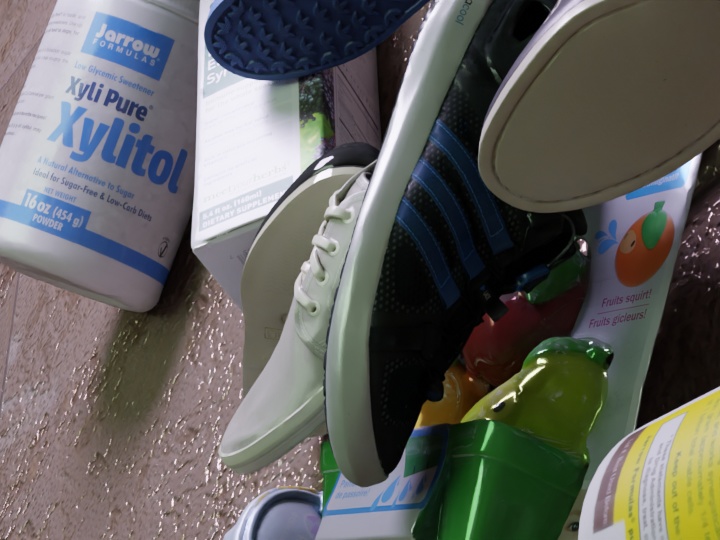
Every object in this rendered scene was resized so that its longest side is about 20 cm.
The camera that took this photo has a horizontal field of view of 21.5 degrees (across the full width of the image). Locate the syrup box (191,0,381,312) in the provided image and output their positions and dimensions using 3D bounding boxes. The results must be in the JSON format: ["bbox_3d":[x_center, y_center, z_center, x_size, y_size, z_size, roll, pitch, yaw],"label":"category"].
[{"bbox_3d":[-0.038,-0.075,1.018,0.078,0.082,0.201,-19,47,18],"label":"syrup box"}]

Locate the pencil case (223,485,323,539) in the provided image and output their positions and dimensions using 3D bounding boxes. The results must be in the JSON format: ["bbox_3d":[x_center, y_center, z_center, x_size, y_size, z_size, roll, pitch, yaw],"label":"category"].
[{"bbox_3d":[-0.070,0.184,0.894,0.200,0.083,0.091,-47,28,34],"label":"pencil case"}]

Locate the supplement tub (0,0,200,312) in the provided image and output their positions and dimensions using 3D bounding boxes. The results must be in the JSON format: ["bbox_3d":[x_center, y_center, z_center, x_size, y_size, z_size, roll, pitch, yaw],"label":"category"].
[{"bbox_3d":[-0.159,-0.086,1.219,0.132,0.131,0.202,7,76,62],"label":"supplement tub"}]

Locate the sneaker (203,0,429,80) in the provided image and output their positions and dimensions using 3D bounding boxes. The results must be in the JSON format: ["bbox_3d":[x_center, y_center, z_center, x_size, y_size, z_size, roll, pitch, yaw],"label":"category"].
[{"bbox_3d":[0.009,-0.169,0.966,0.199,0.070,0.078,-26,32,16],"label":"sneaker"}]

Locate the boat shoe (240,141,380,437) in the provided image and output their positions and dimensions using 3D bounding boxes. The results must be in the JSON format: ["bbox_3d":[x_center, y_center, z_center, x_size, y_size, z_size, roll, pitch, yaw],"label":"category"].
[{"bbox_3d":[-0.020,0.003,0.901,0.202,0.073,0.064,106,173,-54],"label":"boat shoe"}]

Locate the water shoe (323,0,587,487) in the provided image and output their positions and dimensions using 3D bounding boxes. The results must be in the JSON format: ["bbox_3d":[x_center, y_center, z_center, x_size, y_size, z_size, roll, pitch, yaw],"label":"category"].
[{"bbox_3d":[0.042,-0.014,0.697,0.072,0.078,0.202,63,-139,-72],"label":"water shoe"}]

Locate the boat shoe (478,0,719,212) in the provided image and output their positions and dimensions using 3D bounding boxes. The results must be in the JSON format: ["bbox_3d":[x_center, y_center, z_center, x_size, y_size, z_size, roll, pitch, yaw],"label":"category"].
[{"bbox_3d":[0.113,-0.101,0.645,0.200,0.072,0.063,-47,25,25],"label":"boat shoe"}]

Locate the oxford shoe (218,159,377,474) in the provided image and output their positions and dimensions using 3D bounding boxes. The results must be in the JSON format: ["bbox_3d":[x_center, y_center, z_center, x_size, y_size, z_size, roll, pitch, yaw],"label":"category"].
[{"bbox_3d":[0.000,0.000,0.791,0.200,0.058,0.075,-50,15,11],"label":"oxford shoe"}]

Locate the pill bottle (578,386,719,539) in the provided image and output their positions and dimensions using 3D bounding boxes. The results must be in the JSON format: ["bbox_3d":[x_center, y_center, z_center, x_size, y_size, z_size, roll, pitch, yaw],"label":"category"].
[{"bbox_3d":[0.162,0.064,0.535,0.200,0.109,0.110,-35,40,46],"label":"pill bottle"}]

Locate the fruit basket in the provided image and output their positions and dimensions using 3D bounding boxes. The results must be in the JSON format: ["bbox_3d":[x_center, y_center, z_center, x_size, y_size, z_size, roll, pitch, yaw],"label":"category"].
[{"bbox_3d":[0.052,0.045,0.762,0.185,0.093,0.202,-15,59,57],"label":"fruit basket"}]
